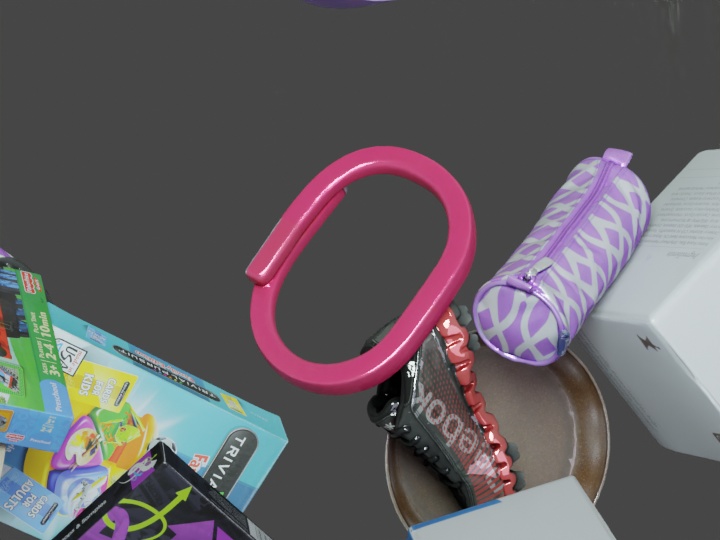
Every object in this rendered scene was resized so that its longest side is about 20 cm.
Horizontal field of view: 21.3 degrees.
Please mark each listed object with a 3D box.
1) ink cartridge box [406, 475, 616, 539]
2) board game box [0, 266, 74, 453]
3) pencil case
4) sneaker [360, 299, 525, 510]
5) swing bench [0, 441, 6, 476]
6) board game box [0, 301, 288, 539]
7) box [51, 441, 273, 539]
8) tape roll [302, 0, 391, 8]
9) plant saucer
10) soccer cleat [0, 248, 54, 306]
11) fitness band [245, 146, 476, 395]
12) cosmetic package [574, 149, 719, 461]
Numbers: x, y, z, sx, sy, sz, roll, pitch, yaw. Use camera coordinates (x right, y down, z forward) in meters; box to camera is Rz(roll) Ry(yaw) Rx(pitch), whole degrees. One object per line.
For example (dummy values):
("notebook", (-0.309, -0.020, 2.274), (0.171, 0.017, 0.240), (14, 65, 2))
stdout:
("ink cartridge box", (0.105, 0.266, 1.467), (0.144, 0.084, 0.201), (-15, 139, -20))
("board game box", (-0.295, 0.040, 1.247), (0.199, 0.152, 0.037), (13, 123, -29))
("pencil case", (0.157, -0.010, 1.485), (0.200, 0.084, 0.086), (-50, 144, -46))
("sneaker", (0.059, 0.121, 1.469), (0.098, 0.071, 0.201), (-24, 100, -19))
("swing bench", (-0.352, 0.115, 1.266), (0.198, 0.200, 0.130), (20, 86, -22))
("board game box", (-0.177, 0.136, 1.396), (0.199, 0.047, 0.151), (28, 102, -21))
("box", (-0.166, 0.238, 1.394), (0.200, 0.036, 0.143), (-42, 115, 10))
("tape roll", (-0.002, -0.301, 1.442), (0.199, 0.085, 0.201), (-2, 95, -21))
("plant saucer", (0.107, 0.143, 1.543), (0.199, 0.032, 0.201), (-1, 93, -22))
("soccer cleat", (-0.290, -0.011, 1.359), (0.068, 0.073, 0.200), (-43, 126, 5))
("fitness band", (0.000, 0.000, 1.444), (0.143, 0.037, 0.200), (31, 78, 20))
("cosmetic package", (0.300, 0.027, 1.541), (0.200, 0.165, 0.165), (-44, 107, -14))
